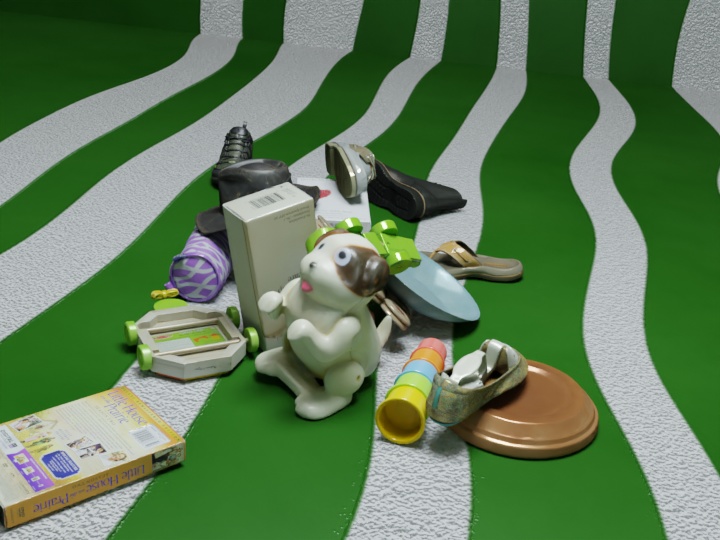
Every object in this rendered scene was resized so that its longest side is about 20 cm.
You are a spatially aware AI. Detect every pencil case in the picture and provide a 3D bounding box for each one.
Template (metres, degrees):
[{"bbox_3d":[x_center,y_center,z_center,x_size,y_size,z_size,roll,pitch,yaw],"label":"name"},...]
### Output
[{"bbox_3d":[-0.236,-0.021,1.472,0.085,0.084,0.200,-29,17,16],"label":"pencil case"}]

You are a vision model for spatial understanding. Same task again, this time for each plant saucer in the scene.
[{"bbox_3d":[0.193,0.159,1.183,0.199,0.038,0.200,4,23,-2],"label":"plant saucer"},{"bbox_3d":[0.084,0.021,1.412,0.201,0.039,0.201,33,17,-11],"label":"plant saucer"}]

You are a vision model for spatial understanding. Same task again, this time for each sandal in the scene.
[{"bbox_3d":[0.168,-0.021,1.565,0.199,0.054,0.080,3,24,-3],"label":"sandal"}]

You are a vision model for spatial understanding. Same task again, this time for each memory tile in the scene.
[{"bbox_3d":[0.000,0.000,1.351,0.200,0.017,0.153,46,6,-1],"label":"memory tile"}]

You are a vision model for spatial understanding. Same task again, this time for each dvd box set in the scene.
[{"bbox_3d":[-0.309,0.191,1.027,0.200,0.030,0.146,-16,31,-37],"label":"dvd box set"}]

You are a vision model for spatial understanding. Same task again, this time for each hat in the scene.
[{"bbox_3d":[-0.164,-0.125,1.460,0.200,0.081,0.201,-13,22,5],"label":"hat"}]

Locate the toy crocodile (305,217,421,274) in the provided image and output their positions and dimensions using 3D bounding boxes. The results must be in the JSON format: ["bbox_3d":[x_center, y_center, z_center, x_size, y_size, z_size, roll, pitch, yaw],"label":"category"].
[{"bbox_3d":[0.010,-0.026,1.275,0.200,0.062,0.068,2,56,-52],"label":"toy crocodile"}]

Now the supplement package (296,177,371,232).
[{"bbox_3d":[-0.049,-0.061,1.537,0.121,0.120,0.200,2,23,-3],"label":"supplement package"}]

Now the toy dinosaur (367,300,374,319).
[{"bbox_3d":[-0.013,0.027,1.327,0.060,0.106,0.200,-28,70,0],"label":"toy dinosaur"}]

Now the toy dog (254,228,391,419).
[{"bbox_3d":[-0.026,0.053,1.166,0.193,0.201,0.140,-10,35,-26],"label":"toy dog"}]

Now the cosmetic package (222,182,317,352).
[{"bbox_3d":[-0.110,-0.003,1.278,0.103,0.201,0.073,-23,33,-25],"label":"cosmetic package"}]

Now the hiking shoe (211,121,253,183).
[{"bbox_3d":[-0.254,-0.233,1.916,0.075,0.101,0.200,3,24,-2],"label":"hiking shoe"}]

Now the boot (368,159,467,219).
[{"bbox_3d":[0.096,-0.159,1.862,0.138,0.078,0.200,-9,40,-36],"label":"boot"}]

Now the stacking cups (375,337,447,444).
[{"bbox_3d":[0.074,0.141,1.187,0.060,0.061,0.200,11,21,15],"label":"stacking cups"}]

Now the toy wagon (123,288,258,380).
[{"bbox_3d":[-0.233,0.081,1.283,0.155,0.040,0.200,-7,26,-26],"label":"toy wagon"}]

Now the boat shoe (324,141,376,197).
[{"bbox_3d":[-0.009,-0.170,1.552,0.068,0.075,0.200,-5,24,-10],"label":"boat shoe"}]

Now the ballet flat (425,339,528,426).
[{"bbox_3d":[0.146,0.118,1.142,0.071,0.071,0.200,20,28,32],"label":"ballet flat"}]
